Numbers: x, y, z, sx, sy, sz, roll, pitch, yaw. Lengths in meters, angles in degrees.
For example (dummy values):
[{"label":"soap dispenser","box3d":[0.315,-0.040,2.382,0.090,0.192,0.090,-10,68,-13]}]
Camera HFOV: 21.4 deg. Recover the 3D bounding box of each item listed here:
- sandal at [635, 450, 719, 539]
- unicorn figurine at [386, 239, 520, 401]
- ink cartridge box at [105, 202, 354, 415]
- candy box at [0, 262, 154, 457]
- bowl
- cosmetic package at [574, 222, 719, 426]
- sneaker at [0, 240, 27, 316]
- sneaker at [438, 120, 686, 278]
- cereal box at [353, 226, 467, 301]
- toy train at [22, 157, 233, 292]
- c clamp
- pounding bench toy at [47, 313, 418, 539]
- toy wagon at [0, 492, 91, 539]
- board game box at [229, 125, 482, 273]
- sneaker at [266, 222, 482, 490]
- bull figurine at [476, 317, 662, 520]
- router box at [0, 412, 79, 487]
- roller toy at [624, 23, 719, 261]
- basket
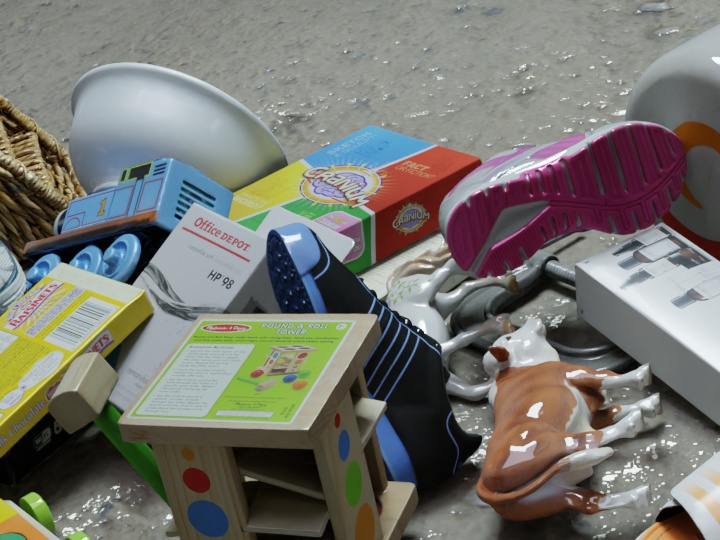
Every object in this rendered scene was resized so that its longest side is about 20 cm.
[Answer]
[{"label":"sandal","box3d":[0.243,0.130,1.144,0.206,0.060,0.079,-24,29,-21]},{"label":"unicorn figurine","box3d":[0.047,0.052,1.369,0.136,0.074,0.200,-15,24,13]},{"label":"ink cartridge box","box3d":[-0.108,0.027,1.379,0.116,0.067,0.201,24,75,50]},{"label":"candy box","box3d":[-0.246,0.074,1.340,0.102,0.027,0.200,14,49,44]},{"label":"bowl","box3d":[-0.168,-0.078,1.609,0.200,0.201,0.091,4,58,29]},{"label":"cosmetic package","box3d":[0.237,0.042,1.294,0.082,0.051,0.200,-26,39,-21]},{"label":"sneaker","box3d":[-0.304,0.004,1.445,0.077,0.087,0.200,-9,26,2]},{"label":"sneaker","box3d":[0.139,-0.062,1.373,0.199,0.082,0.088,-17,19,-15]},{"label":"cereal box","box3d":[0.000,0.000,1.515,0.143,0.040,0.200,16,38,44]},{"label":"toy train","box3d":[-0.189,-0.018,1.510,0.199,0.086,0.115,-11,57,46]},{"label":"c clamp","box3d":[0.159,0.020,1.423,0.170,0.027,0.200,-26,31,-23]},{"label":"pounding bench toy","box3d":[-0.084,0.126,1.182,0.199,0.157,0.124,0,30,22]},{"label":"toy wagon","box3d":[-0.243,0.209,1.216,0.155,0.040,0.200,-28,31,-27]},{"label":"board game box","box3d":[-0.020,-0.049,1.529,0.199,0.041,0.153,-28,29,-29]},{"label":"sneaker","box3d":[0.008,0.052,1.267,0.078,0.201,0.070,-26,-1,-22]},{"label":"bull figurine","box3d":[0.131,0.097,1.244,0.120,0.066,0.200,-7,28,16]},{"label":"router box","box3d":[-0.292,0.084,1.450,0.199,0.063,0.150,7,32,33]},{"label":"roller toy","box3d":[0.301,-0.100,1.419,0.139,0.201,0.182,-29,11,-32]},{"label":"basket","box3d":[-0.330,-0.102,1.735,0.148,0.144,0.200,-17,28,-8]}]
